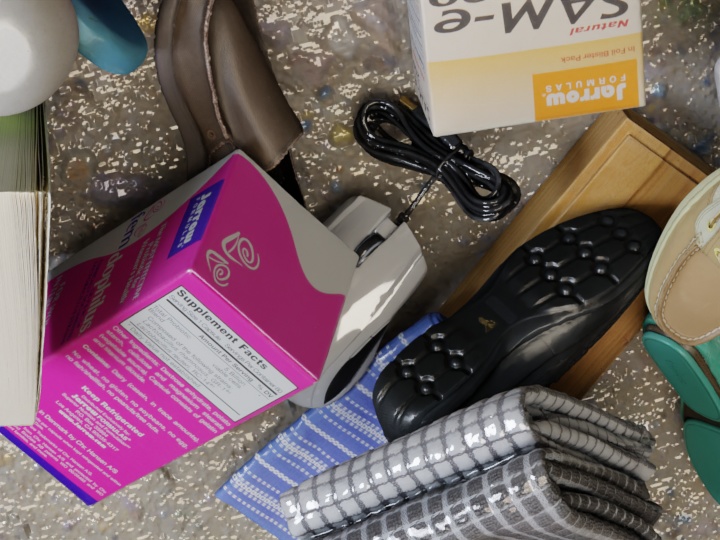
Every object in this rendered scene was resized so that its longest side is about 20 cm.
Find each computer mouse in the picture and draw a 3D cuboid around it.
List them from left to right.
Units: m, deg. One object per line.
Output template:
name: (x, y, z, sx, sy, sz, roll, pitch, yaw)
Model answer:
computer mouse: (0.000, 0.000, 1.343, 0.110, 0.044, 0.200, 40, 112, 18)

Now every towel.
towel: (0.028, 0.122, 1.415, 0.145, 0.024, 0.200, 38, 118, -22)
towel: (0.072, 0.144, 1.312, 0.165, 0.086, 0.200, -27, 155, 21)

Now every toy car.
toy car: (-0.154, -0.181, 1.185, 0.149, 0.175, 0.201, -1, 115, -8)

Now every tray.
tray: (0.129, 0.005, 1.389, 0.098, 0.037, 0.200, 33, 108, -20)

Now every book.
book: (-0.189, -0.022, 1.243, 0.048, 0.200, 0.134, -1, 116, -7)

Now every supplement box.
supplement box: (-0.110, 0.035, 1.294, 0.200, 0.101, 0.103, -29, 119, 36)
supplement box: (0.086, -0.185, 1.270, 0.125, 0.074, 0.201, -9, 117, -3)

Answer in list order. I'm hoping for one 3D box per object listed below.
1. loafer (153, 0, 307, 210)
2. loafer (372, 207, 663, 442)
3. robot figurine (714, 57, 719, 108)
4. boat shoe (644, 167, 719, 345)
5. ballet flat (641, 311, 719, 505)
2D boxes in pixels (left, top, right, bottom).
loafer: (-0.061, -0.091, 1.290, 0.071, 0.073, 0.201, 9, 129, 24)
loafer: (0.094, 0.037, 1.334, 0.200, 0.068, 0.071, -37, 144, -11)
robot figurine: (0.265, -0.118, 1.303, 0.169, 0.113, 0.201, -29, 122, -32)
boat shoe: (0.222, -0.024, 1.257, 0.074, 0.067, 0.200, 27, 126, -12)
ballet flat: (0.229, 0.074, 1.413, 0.070, 0.067, 0.200, -48, 137, -18)
